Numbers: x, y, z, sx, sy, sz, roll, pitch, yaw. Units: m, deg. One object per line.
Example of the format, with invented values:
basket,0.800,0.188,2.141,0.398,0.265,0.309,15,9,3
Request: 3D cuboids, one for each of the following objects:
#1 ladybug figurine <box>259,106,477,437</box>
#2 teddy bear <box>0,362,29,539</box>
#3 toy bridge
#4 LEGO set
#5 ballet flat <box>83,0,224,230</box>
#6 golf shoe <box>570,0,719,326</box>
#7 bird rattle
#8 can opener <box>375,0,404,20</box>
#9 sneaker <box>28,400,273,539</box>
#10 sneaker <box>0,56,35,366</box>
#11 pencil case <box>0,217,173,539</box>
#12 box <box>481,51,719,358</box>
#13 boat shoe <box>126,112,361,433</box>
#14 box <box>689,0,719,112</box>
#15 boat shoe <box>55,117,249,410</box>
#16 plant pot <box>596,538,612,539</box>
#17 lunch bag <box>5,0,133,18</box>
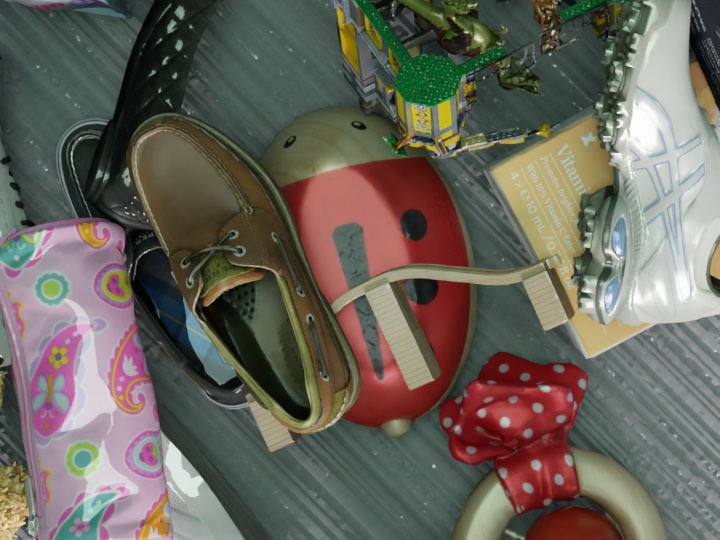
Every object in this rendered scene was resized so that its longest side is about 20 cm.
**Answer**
ladybug figurine,0.000,0.000,1.451,0.135,0.072,0.201,-17,88,2
teddy bear,-0.256,0.132,1.440,0.144,0.067,0.201,18,106,3
toy bridge,0.024,0.033,1.392,0.199,0.027,0.067,-25,92,15
LEGO set,0.077,-0.128,1.411,0.200,0.116,0.154,-34,58,-17
ballet flat,-0.109,-0.115,1.455,0.057,0.066,0.201,23,70,-14
golf shoe,0.172,-0.065,1.330,0.097,0.078,0.201,6,113,1
bird rattle,0.103,0.155,1.449,0.162,0.113,0.201,25,77,-8
can opener,0.052,-0.240,1.465,0.078,0.063,0.201,27,101,-23
sneaker,-0.116,0.177,1.458,0.115,0.074,0.200,-41,79,4
sneaker,-0.225,-0.036,1.471,0.080,0.074,0.201,6,97,-1
pencil case,-0.160,0.072,1.398,0.087,0.087,0.201,-10,81,3
box,0.187,-0.052,1.426,0.199,0.097,0.125,-29,93,2
boat shoe,-0.066,-0.002,1.361,0.072,0.068,0.200,-36,87,15
box,0.246,-0.109,1.272,0.104,0.200,0.149,-24,94,-2
boat shoe,-0.119,-0.005,1.460,0.070,0.066,0.201,-29,86,1
plant pot,0.128,0.307,1.341,0.199,0.176,0.200,-35,126,1
lunch bag,-0.176,-0.237,1.404,0.126,0.200,0.171,7,88,4
